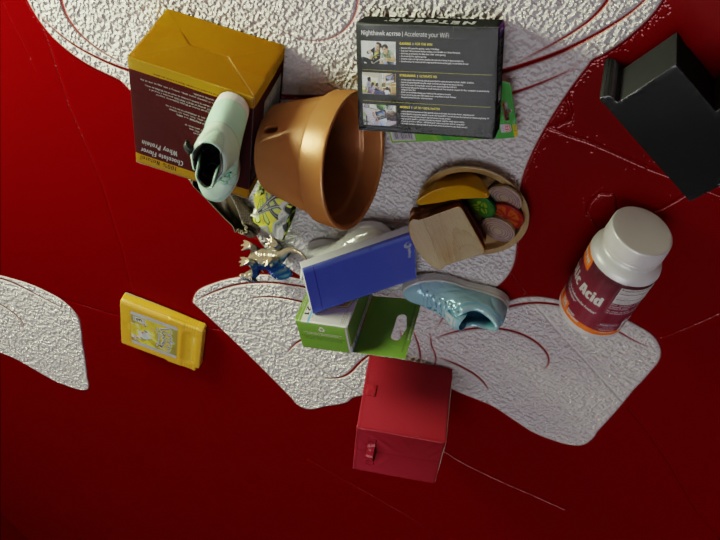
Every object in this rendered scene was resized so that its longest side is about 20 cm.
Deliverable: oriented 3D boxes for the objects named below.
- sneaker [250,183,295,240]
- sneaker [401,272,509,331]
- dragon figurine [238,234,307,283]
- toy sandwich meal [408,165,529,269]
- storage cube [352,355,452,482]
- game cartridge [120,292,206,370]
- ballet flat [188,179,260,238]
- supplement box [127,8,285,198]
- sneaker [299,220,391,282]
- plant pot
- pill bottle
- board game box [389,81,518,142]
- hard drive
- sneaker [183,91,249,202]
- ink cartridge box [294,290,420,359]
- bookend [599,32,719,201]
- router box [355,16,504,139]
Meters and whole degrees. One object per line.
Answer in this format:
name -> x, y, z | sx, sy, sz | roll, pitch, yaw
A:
sneaker -> -0.145, -0.128, 1.376 | 0.075, 0.076, 0.201 | 20, 139, -1
sneaker -> 0.163, 0.062, 1.439 | 0.196, 0.083, 0.075 | 7, 137, 17
dragon figurine -> -0.158, -0.019, 1.499 | 0.197, 0.060, 0.099 | -8, 160, 30
toy sandwich meal -> 0.169, -0.080, 1.291 | 0.201, 0.071, 0.207 | 13, 139, 11
storage cube -> 0.086, 0.302, 1.653 | 0.176, 0.202, 0.173 | 9, 139, 4
game cartridge -> -0.452, 0.145, 1.845 | 0.197, 0.033, 0.178 | 22, 140, 2
ballet flat -> -0.251, -0.130, 1.443 | 0.067, 0.047, 0.201 | -17, 126, 36
supplement box -> -0.233, -0.252, 1.235 | 0.194, 0.134, 0.202 | 18, 139, 4
sneaker -> -0.027, -0.021, 1.429 | 0.198, 0.089, 0.075 | -19, 124, 37
plant pot -> -0.067, -0.172, 1.208 | 0.138, 0.201, 0.202 | 11, 140, 24
pill bottle -> 0.393, 0.005, 1.249 | 0.112, 0.115, 0.202 | 19, 140, 3
board game box -> 0.128, -0.234, 1.176 | 0.196, 0.030, 0.096 | 4, 137, 24
hard drive -> 0.000, 0.000, 1.394 | 0.197, 0.026, 0.133 | -19, 144, -7
sneaker -> -0.216, -0.144, 1.149 | 0.073, 0.119, 0.202 | 21, 140, -2
ink cartridge box -> 0.000, 0.072, 1.473 | 0.196, 0.149, 0.077 | 5, 137, 17
bookend -> 0.438, -0.222, 1.000 | 0.199, 0.093, 0.198 | 40, 135, -18
router box -> 0.094, -0.264, 1.105 | 0.196, 0.051, 0.152 | 7, 119, 16
